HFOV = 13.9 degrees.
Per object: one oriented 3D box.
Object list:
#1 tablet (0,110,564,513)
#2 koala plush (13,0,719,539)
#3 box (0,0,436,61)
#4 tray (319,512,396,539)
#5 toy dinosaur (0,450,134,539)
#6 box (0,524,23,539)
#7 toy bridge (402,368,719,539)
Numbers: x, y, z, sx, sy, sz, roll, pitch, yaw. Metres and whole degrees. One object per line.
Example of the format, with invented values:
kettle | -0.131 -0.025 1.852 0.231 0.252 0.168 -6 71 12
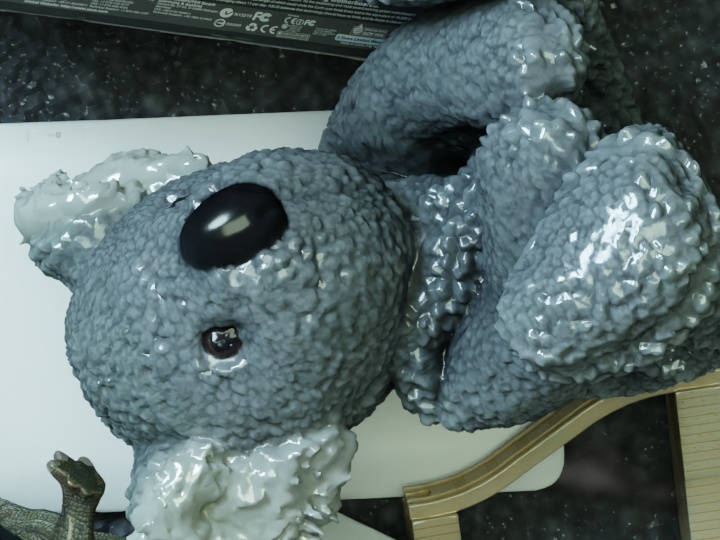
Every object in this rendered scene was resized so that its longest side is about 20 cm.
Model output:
tablet | -0.034 0.013 0.978 0.200 0.014 0.130 -2 88 -2
koala plush | 0.000 0.000 0.894 0.200 0.184 0.178 -27 68 3
box | -0.030 -0.139 0.885 0.200 0.161 0.049 5 49 -25
tray | -0.053 0.167 0.951 0.107 0.022 0.200 25 91 12
toy dinosaur | -0.085 0.123 0.923 0.200 0.077 0.102 50 115 19
box | -0.218 0.101 0.910 0.200 0.051 0.158 32 86 25
toy bridge | 0.112 0.062 0.967 0.200 0.027 0.067 -9 105 -2
